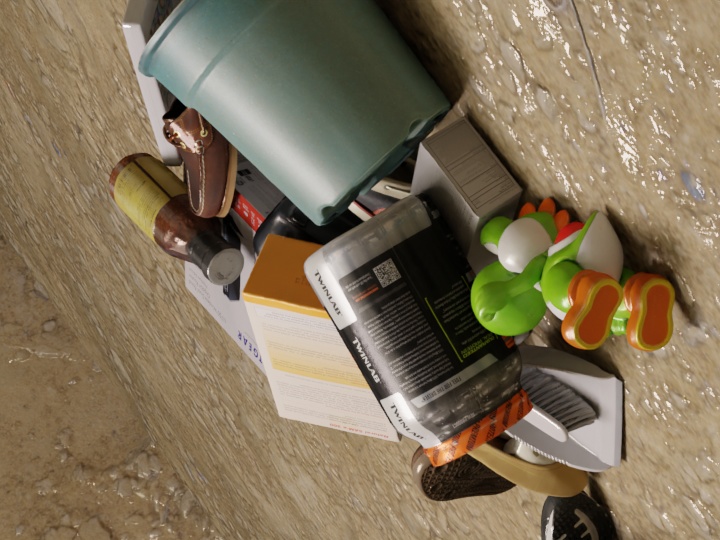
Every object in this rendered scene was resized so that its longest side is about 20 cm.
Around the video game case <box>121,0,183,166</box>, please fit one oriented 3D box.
[{"bbox_3d":[-0.186,-0.236,1.897,0.201,0.023,0.183,79,-164,-51],"label":"video game case"}]

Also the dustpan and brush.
[{"bbox_3d":[0.126,0.103,1.649,0.199,0.057,0.140,30,150,27],"label":"dustpan and brush"}]

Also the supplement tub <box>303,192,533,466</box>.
[{"bbox_3d":[0.050,0.049,1.563,0.201,0.122,0.122,60,164,1],"label":"supplement tub"}]

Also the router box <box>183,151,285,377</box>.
[{"bbox_3d":[-0.108,-0.015,1.890,0.200,0.049,0.181,43,141,45],"label":"router box"}]

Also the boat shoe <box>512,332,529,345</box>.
[{"bbox_3d":[0.101,0.077,1.757,0.072,0.065,0.200,55,163,7],"label":"boat shoe"}]

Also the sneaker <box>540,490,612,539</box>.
[{"bbox_3d":[0.196,0.269,1.821,0.080,0.073,0.201,44,158,44],"label":"sneaker"}]

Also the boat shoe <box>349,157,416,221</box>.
[{"bbox_3d":[-0.023,-0.106,1.675,0.199,0.071,0.063,33,134,-13],"label":"boat shoe"}]

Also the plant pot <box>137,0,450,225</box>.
[{"bbox_3d":[-0.043,-0.156,1.560,0.196,0.200,0.200,49,163,4],"label":"plant pot"}]

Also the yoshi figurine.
[{"bbox_3d":[0.147,0.022,1.460,0.113,0.112,0.200,59,168,-28],"label":"yoshi figurine"}]

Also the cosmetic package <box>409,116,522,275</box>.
[{"bbox_3d":[0.083,-0.043,1.617,0.083,0.050,0.200,55,164,17],"label":"cosmetic package"}]

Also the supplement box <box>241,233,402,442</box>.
[{"bbox_3d":[-0.023,0.063,1.748,0.125,0.074,0.201,11,145,17],"label":"supplement box"}]

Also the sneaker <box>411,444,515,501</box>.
[{"bbox_3d":[0.091,0.169,1.815,0.076,0.070,0.200,56,-162,25],"label":"sneaker"}]

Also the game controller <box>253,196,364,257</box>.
[{"bbox_3d":[0.000,0.000,1.762,0.199,0.042,0.104,32,136,-16],"label":"game controller"}]

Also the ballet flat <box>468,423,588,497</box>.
[{"bbox_3d":[0.123,0.141,1.716,0.199,0.069,0.063,25,139,-7],"label":"ballet flat"}]

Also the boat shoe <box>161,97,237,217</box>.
[{"bbox_3d":[-0.153,-0.146,1.798,0.070,0.070,0.202,31,123,58],"label":"boat shoe"}]

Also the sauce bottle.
[{"bbox_3d":[-0.179,-0.048,1.880,0.200,0.066,0.066,44,159,46],"label":"sauce bottle"}]
